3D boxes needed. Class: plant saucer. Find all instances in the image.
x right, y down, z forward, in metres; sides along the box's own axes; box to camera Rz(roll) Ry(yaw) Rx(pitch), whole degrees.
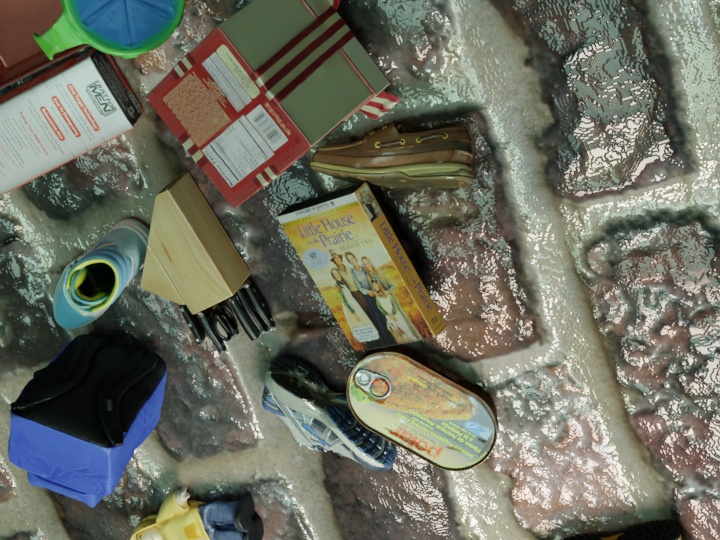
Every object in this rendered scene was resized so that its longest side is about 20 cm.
[{"bbox_3d":[-0.405,-0.339,1.577,0.198,0.037,0.201,-19,107,26],"label":"plant saucer"}]

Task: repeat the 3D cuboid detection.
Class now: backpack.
[{"bbox_3d":[-0.351,0.187,1.732,0.161,0.201,0.169,22,130,4],"label":"backpack"}]

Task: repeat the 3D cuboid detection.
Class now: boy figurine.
[{"bbox_3d":[-0.238,0.356,1.857,0.198,0.065,0.125,-10,115,19],"label":"boy figurine"}]

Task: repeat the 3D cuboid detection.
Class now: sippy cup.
[{"bbox_3d":[-0.274,-0.303,1.477,0.176,0.130,0.141,-3,96,-23],"label":"sippy cup"}]

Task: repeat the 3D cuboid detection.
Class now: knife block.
[{"bbox_3d":[-0.178,-0.001,1.655,0.174,0.064,0.201,20,120,8],"label":"knife block"}]

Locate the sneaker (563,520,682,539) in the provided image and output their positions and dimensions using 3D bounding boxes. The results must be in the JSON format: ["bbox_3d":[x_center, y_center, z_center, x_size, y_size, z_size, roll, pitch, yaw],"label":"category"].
[{"bbox_3d":[0.317,0.381,1.676,0.199,0.070,0.091,-18,106,23],"label":"sneaker"}]

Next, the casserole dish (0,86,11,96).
[{"bbox_3d":[-0.506,-0.172,1.695,0.120,0.039,0.201,22,121,8],"label":"casserole dish"}]

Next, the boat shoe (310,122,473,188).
[{"bbox_3d":[0.037,-0.133,1.521,0.198,0.072,0.068,3,84,26],"label":"boat shoe"}]

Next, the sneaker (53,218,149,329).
[{"bbox_3d":[-0.351,0.026,1.688,0.079,0.131,0.200,40,122,-6],"label":"sneaker"}]

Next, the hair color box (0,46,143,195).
[{"bbox_3d":[-0.373,-0.182,1.609,0.199,0.061,0.102,-23,112,17],"label":"hair color box"}]

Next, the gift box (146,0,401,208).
[{"bbox_3d":[-0.082,-0.202,1.446,0.199,0.187,0.185,-26,104,43],"label":"gift box"}]

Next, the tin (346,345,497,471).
[{"bbox_3d":[0.078,0.171,1.659,0.199,0.042,0.113,30,105,2],"label":"tin"}]

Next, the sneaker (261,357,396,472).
[{"bbox_3d":[-0.043,0.196,1.713,0.199,0.077,0.085,37,132,7],"label":"sneaker"}]

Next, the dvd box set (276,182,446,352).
[{"bbox_3d":[0.000,0.000,1.587,0.146,0.029,0.201,-12,113,46],"label":"dvd box set"}]
